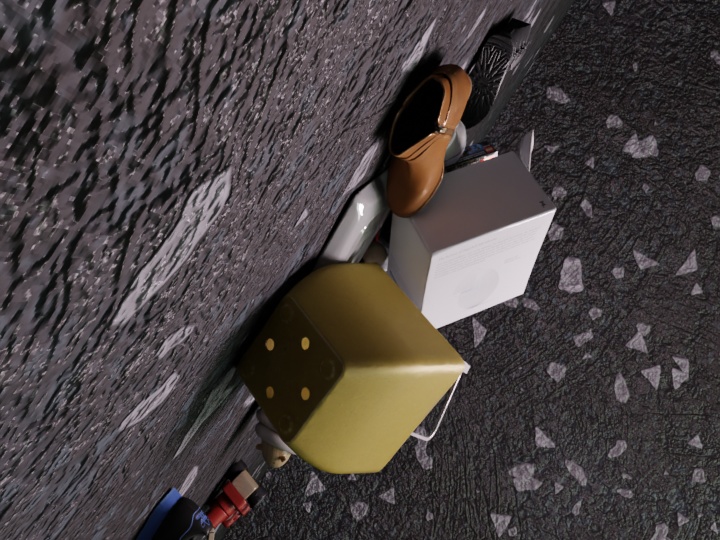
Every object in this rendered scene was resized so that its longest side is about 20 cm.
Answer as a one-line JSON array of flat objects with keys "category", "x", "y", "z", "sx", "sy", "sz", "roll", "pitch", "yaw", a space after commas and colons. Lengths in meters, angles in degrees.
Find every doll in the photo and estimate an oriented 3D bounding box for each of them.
[{"category": "doll", "x": 0.000, "y": 0.000, "z": 1.042, "sx": 0.200, "sy": 0.047, "sz": 0.140, "roll": 123, "pitch": -14, "yaw": -66}]

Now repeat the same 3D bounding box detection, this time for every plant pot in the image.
[{"category": "plant pot", "x": -0.029, "y": 0.115, "z": 0.757, "sx": 0.197, "sy": 0.195, "sz": 0.198, "roll": -52, "pitch": 151, "yaw": 16}]

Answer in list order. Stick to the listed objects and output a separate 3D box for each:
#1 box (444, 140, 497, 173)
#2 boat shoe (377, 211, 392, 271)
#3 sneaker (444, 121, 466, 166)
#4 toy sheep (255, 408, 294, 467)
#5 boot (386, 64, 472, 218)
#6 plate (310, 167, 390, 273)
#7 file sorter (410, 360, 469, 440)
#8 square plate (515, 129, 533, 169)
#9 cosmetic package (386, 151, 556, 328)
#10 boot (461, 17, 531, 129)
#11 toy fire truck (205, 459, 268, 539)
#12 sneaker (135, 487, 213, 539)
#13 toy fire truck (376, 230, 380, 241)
[{"category": "box", "x": 0.152, "y": -0.095, "z": 1.018, "sx": 0.133, "sy": 0.038, "sz": 0.204, "roll": -19, "pitch": 132, "yaw": -11}, {"category": "boat shoe", "x": 0.071, "y": -0.072, "z": 1.104, "sx": 0.203, "sy": 0.073, "sz": 0.066, "roll": -62, "pitch": 177, "yaw": -54}, {"category": "sneaker", "x": 0.116, "y": -0.191, "z": 0.895, "sx": 0.072, "sy": 0.072, "sz": 0.201, "roll": -59, "pitch": 175, "yaw": 38}, {"category": "toy sheep", "x": -0.120, "y": 0.251, "z": 1.125, "sx": 0.138, "sy": 0.134, "sz": 0.205, "roll": 95, "pitch": 15, "yaw": -80}, {"category": "boot", "x": 0.067, "y": -0.139, "z": 0.731, "sx": 0.203, "sy": 0.076, "sz": 0.155, "roll": -59, "pitch": 174, "yaw": 26}, {"category": "plate", "x": -0.010, "y": -0.040, "z": 0.871, "sx": 0.202, "sy": 0.032, "sz": 0.200, "roll": -60, "pitch": 175, "yaw": 28}, {"category": "file sorter", "x": 0.032, "y": 0.137, "z": 0.922, "sx": 0.127, "sy": 0.197, "sz": 0.138, "roll": -61, "pitch": 145, "yaw": -6}, {"category": "square plate", "x": 0.272, "y": -0.118, "z": 1.084, "sx": 0.200, "sy": 0.027, "sz": 0.205, "roll": 11, "pitch": 87, "yaw": -76}, {"category": "cosmetic package", "x": 0.151, "y": -0.037, "z": 0.922, "sx": 0.194, "sy": 0.125, "sz": 0.202, "roll": -19, "pitch": 148, "yaw": -15}, {"category": "boot", "x": 0.226, "y": -0.342, "z": 1.086, "sx": 0.167, "sy": 0.065, "sz": 0.201, "roll": -58, "pitch": 179, "yaw": 34}, {"category": "toy fire truck", "x": -0.296, "y": 0.544, "z": 1.390, "sx": 0.199, "sy": 0.129, "sz": 0.177, "roll": -41, "pitch": 170, "yaw": -21}, {"category": "sneaker", "x": -0.269, "y": 0.389, "z": 0.835, "sx": 0.203, "sy": 0.077, "sz": 0.070, "roll": -58, "pitch": 174, "yaw": 15}, {"category": "toy fire truck", "x": 0.026, "y": 0.028, "z": 1.190, "sx": 0.141, "sy": 0.047, "sz": 0.207, "roll": -39, "pitch": 139, "yaw": -67}]
